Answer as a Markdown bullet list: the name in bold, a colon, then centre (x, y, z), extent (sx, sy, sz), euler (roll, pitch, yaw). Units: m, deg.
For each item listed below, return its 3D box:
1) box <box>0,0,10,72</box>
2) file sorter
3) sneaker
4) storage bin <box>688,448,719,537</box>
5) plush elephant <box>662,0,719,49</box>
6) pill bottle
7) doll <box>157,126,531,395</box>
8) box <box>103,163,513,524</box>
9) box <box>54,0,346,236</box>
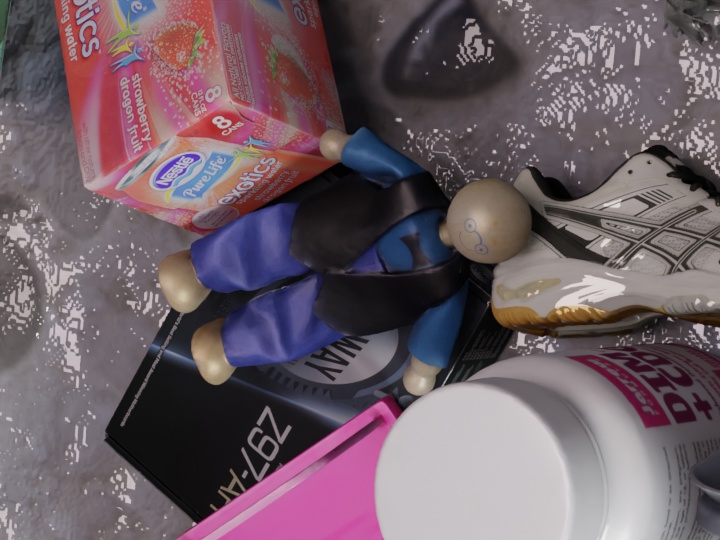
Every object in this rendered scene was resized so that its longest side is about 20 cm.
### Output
- **box**: centre (-0.198, -0.187, 1.286), extent (0.036, 0.144, 0.200), euler (7, 97, -9)
- **file sorter**: centre (-0.001, 0.190, 1.133), extent (0.139, 0.125, 0.200), euler (-35, 88, 20)
- **sneaker**: centre (0.152, -0.017, 1.099), extent (0.200, 0.076, 0.088), euler (-1, 79, 26)
- **storage bin**: centre (0.233, 0.136, 0.990), extent (0.146, 0.200, 0.134), euler (8, 106, 32)
- **plush elephant**: centre (0.169, -0.200, 1.047), extent (0.165, 0.200, 0.155), euler (31, 83, 27)
- **pill bottle**: centre (0.098, 0.092, 1.060), extent (0.113, 0.200, 0.113), euler (1, 91, 32)
- **doll**: centre (0.000, 0.000, 1.151), extent (0.200, 0.048, 0.137), euler (-20, 96, 35)
- **box**: centre (-0.026, 0.052, 1.230), extent (0.160, 0.044, 0.200), euler (39, 110, 26)
- **box**: centre (-0.087, -0.133, 1.206), extent (0.103, 0.095, 0.200), euler (-27, 60, 29)
